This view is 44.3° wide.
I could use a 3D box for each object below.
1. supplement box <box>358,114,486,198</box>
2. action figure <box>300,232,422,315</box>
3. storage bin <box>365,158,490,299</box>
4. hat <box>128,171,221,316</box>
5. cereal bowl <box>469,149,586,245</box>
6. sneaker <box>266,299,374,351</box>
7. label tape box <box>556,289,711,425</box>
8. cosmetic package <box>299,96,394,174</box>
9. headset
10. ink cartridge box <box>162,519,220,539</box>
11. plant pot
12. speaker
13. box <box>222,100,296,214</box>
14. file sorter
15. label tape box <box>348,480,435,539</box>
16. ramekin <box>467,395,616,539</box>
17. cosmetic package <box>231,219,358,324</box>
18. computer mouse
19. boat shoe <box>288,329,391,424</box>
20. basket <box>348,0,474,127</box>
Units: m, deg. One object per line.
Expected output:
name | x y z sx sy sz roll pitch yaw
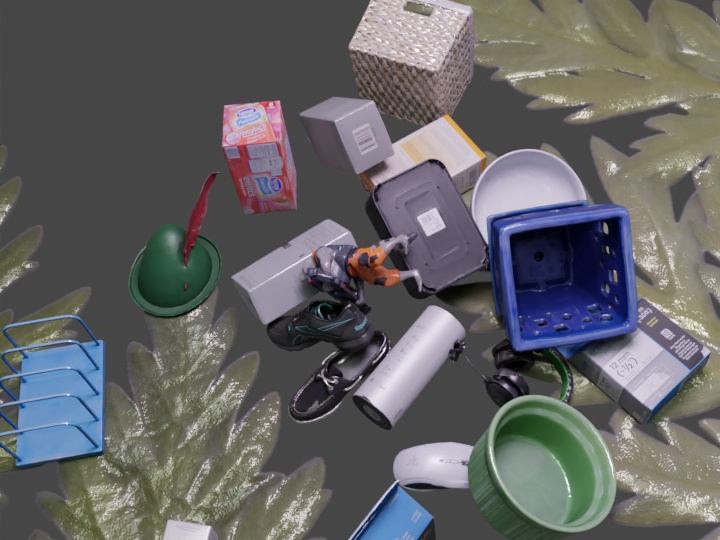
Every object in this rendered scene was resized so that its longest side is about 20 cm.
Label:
supplement box | 0.111 -0.177 1.597 0.200 0.074 0.126 -30 61 -12
action figure | 0.000 0.000 1.405 0.193 0.200 0.105 -3 69 16
storage bin | 0.110 -0.067 1.472 0.135 0.094 0.200 -27 87 -11
hat | -0.331 -0.050 1.501 0.165 0.176 0.200 12 60 13
cereal bowl | 0.279 -0.101 1.507 0.199 0.083 0.201 0 88 -3
sneaker | -0.072 0.080 1.426 0.199 0.079 0.075 -4 40 31
label tape box | 0.418 0.120 1.388 0.143 0.066 0.200 -38 64 -17
cosmetic package | -0.028 -0.244 1.580 0.090 0.107 0.200 -29 23 -11
headset | 0.234 0.153 1.369 0.199 0.094 0.124 16 61 2
ink cartridge box | -0.249 0.460 1.214 0.067 0.117 0.201 7 59 7
plant pot | 0.299 -0.005 1.373 0.199 0.201 0.180 -9 15 -3
speaker | 0.079 0.150 1.394 0.081 0.081 0.200 32 66 23
box | -0.174 -0.196 1.563 0.102 0.200 0.095 -5 58 3
file sorter | -0.493 0.187 1.405 0.138 0.123 0.200 -10 57 -1
label tape box | 0.034 0.379 1.177 0.066 0.200 0.143 32 67 22
ramekin | 0.249 0.287 1.247 0.199 0.098 0.200 12 52 -16
cosmetic package | -0.107 0.000 1.489 0.200 0.074 0.102 -31 25 -15
computer mouse | 0.147 0.293 1.320 0.199 0.044 0.110 -2 59 4
boat shoe | -0.033 0.166 1.407 0.200 0.060 0.074 -33 61 -14
basket | 0.097 -0.395 1.666 0.198 0.200 0.161 19 68 17
